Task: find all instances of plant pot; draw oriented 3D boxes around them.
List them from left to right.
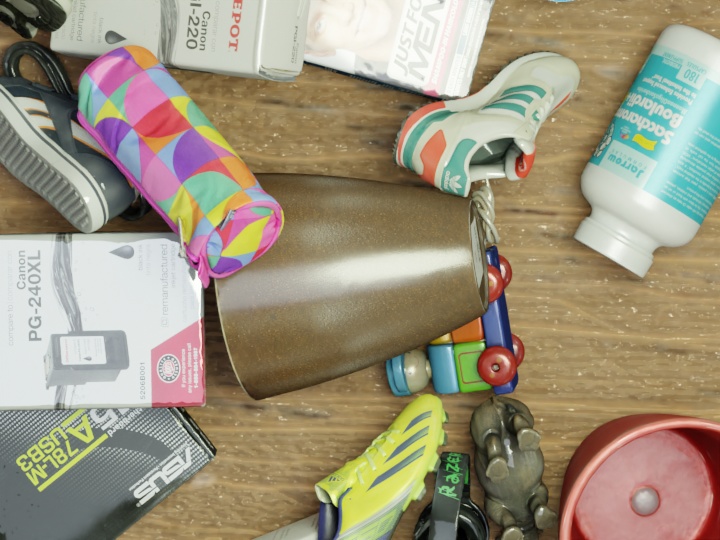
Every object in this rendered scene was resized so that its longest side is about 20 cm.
[{"bbox_3d":[0.000,0.000,1.454,0.198,0.187,0.189,-8,96,10],"label":"plant pot"},{"bbox_3d":[0.253,0.207,1.509,0.199,0.177,0.202,0,95,-3],"label":"plant pot"}]

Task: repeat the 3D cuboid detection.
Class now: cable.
[{"bbox_3d":[-0.225,-0.118,1.536,0.199,0.050,0.098,33,110,7],"label":"cable"}]

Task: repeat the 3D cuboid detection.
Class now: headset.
[{"bbox_3d":[0.061,0.249,1.540,0.093,0.124,0.201,4,120,8],"label":"headset"}]

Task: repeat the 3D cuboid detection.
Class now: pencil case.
[{"bbox_3d":[-0.142,-0.083,1.375,0.088,0.088,0.200,-40,63,2],"label":"pencil case"}]

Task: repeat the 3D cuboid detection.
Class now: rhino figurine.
[{"bbox_3d":[0.133,0.194,1.533,0.059,0.088,0.201,-14,122,-4],"label":"rhino figurine"}]

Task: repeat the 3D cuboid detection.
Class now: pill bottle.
[{"bbox_3d":[0.259,-0.098,1.513,0.110,0.111,0.201,29,93,-5],"label":"pill bottle"}]

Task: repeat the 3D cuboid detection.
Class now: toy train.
[{"bbox_3d":[0.070,0.010,1.536,0.115,0.085,0.202,-9,96,12],"label":"toy train"}]

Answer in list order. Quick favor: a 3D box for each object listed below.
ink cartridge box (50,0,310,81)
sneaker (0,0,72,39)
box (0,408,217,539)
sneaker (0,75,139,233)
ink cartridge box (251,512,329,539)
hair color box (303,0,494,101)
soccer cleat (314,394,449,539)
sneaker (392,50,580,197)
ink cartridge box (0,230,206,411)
[{"bbox_3d":[-0.144,-0.237,1.459,0.198,0.085,0.147,8,96,21],"label":"ink cartridge box"},{"bbox_3d":[-0.263,-0.243,1.444,0.077,0.200,0.089,39,78,-28],"label":"sneaker"},{"bbox_3d":[-0.259,0.146,1.545,0.200,0.048,0.194,-38,93,1],"label":"box"},{"bbox_3d":[-0.250,-0.108,1.484,0.079,0.079,0.200,-33,57,-27],"label":"sneaker"},{"bbox_3d":[-0.090,0.314,1.539,0.199,0.084,0.147,-23,93,5],"label":"ink cartridge box"},{"bbox_3d":[0.006,-0.213,1.516,0.198,0.061,0.101,15,94,-3],"label":"hair color box"},{"bbox_3d":[0.010,0.177,1.482,0.083,0.065,0.201,29,61,-1],"label":"soccer cleat"},{"bbox_3d":[0.125,-0.114,1.482,0.199,0.093,0.071,-26,141,-32],"label":"sneaker"},{"bbox_3d":[-0.228,0.041,1.476,0.198,0.083,0.147,-1,92,-5],"label":"ink cartridge box"}]
